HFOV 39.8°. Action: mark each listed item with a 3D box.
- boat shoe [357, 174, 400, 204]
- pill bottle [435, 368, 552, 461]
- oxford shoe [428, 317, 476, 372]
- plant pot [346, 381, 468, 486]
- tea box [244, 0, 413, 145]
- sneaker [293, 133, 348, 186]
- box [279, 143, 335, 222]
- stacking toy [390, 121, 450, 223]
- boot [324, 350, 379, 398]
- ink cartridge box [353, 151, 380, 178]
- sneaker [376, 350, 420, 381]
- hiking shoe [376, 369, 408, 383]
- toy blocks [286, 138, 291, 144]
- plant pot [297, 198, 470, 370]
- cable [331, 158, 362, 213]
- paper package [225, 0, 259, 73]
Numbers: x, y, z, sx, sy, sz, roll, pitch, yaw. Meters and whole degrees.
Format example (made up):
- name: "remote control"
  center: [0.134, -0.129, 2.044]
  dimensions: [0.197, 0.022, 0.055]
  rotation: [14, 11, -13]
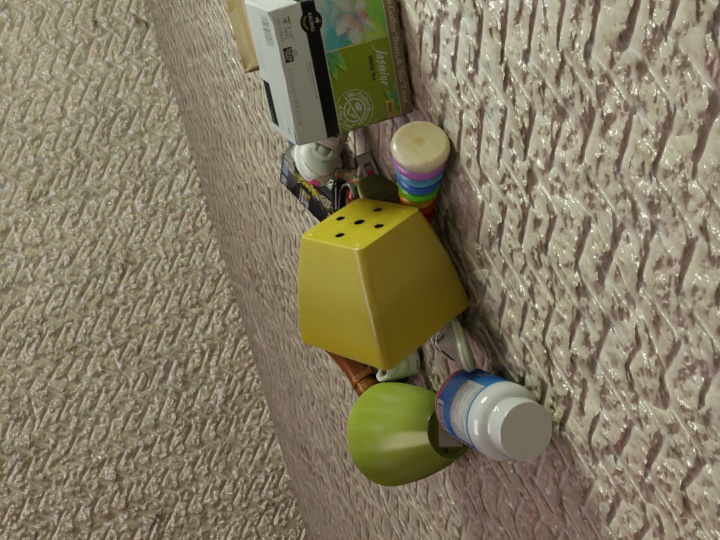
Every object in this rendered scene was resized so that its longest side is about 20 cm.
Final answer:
- name: "boat shoe"
  center: [0.054, -0.079, 1.644]
  dimensions: [0.201, 0.073, 0.064]
  rotation: [51, 151, 33]
- name: "pill bottle"
  center: [0.193, 0.210, 1.435]
  dimensions: [0.200, 0.111, 0.114]
  rotation: [-166, 58, -70]
- name: "oxford shoe"
  center: [0.134, 0.105, 1.535]
  dimensions: [0.200, 0.057, 0.076]
  rotation: [-114, 4, -67]
- name: "plant pot"
  center: [0.103, 0.282, 1.743]
  dimensions: [0.199, 0.186, 0.189]
  rotation: [-20, 90, 59]
- name: "tea box"
  center: [-0.045, -0.317, 1.476]
  dimensions: [0.134, 0.195, 0.202]
  rotation: [-138, 32, -60]
- name: "sneaker"
  center: [-0.058, -0.243, 1.702]
  dimensions: [0.088, 0.080, 0.202]
  rotation: [143, 140, -64]
- name: "box"
  center: [-0.082, -0.157, 1.910]
  dimensions: [0.161, 0.049, 0.200]
  rotation: [47, 168, 3]
- name: "stacking toy"
  center: [0.084, -0.129, 1.484]
  dimensions: [0.201, 0.085, 0.086]
  rotation: [91, 155, -59]
- name: "boot"
  center: [-0.012, 0.185, 1.914]
  dimensions: [0.200, 0.073, 0.156]
  rotation: [29, -147, -61]
- name: "ink cartridge box"
  center: [0.034, -0.100, 1.751]
  dimensions: [0.202, 0.037, 0.095]
  rotation: [65, 163, 15]
- name: "sneaker"
  center: [0.053, 0.115, 1.810]
  dimensions: [0.075, 0.099, 0.202]
  rotation: [-139, 35, -63]
- name: "hiking shoe"
  center: [0.038, 0.144, 1.940]
  dimensions: [0.087, 0.073, 0.202]
  rotation: [81, 172, -70]
- name: "toy blocks"
  center: [-0.094, -0.259, 1.912]
  dimensions: [0.200, 0.100, 0.138]
  rotation: [38, 157, 46]
- name: "plant pot"
  center: [0.019, 0.004, 1.503]
  dimensions: [0.199, 0.199, 0.178]
  rotation: [14, 129, 44]
- name: "cable"
  center: [-0.021, -0.092, 1.744]
  dimensions: [0.097, 0.050, 0.203]
  rotation: [33, 129, 55]
- name: "paper package"
  center: [-0.117, -0.440, 1.586]
  dimensions: [0.103, 0.189, 0.202]
  rotation: [22, 130, 65]
